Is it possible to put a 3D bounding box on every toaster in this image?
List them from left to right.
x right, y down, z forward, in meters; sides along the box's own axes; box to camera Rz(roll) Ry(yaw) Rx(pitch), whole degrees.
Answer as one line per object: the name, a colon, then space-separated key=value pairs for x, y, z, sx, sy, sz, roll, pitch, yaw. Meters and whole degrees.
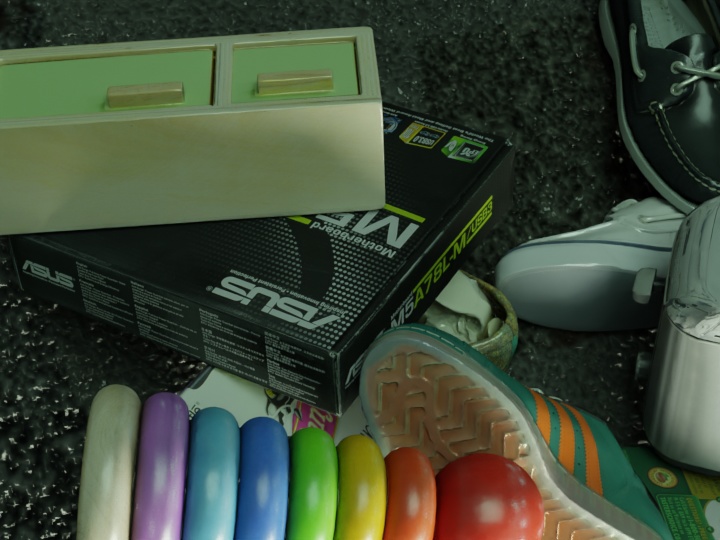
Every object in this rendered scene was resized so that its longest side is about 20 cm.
toaster: x=0.242 y=0.039 z=0.745 sx=0.198 sy=0.130 sz=0.114 roll=7 pitch=48 yaw=18

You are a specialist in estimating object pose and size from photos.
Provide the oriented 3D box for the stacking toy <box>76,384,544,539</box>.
stacking toy: x=-0.018 y=0.098 z=0.607 sx=0.198 sy=0.085 sz=0.086 roll=4 pitch=70 yaw=-7

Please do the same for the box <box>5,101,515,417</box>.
box: x=-0.046 y=-0.029 z=0.743 sx=0.199 sy=0.048 sz=0.193 roll=20 pitch=42 yaw=24

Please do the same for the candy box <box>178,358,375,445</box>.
candy box: x=-0.002 y=0.114 z=0.722 sx=0.199 sy=0.072 sz=0.168 roll=38 pitch=42 yaw=2

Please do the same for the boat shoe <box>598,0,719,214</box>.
boat shoe: x=0.191 y=-0.121 z=0.854 sx=0.075 sy=0.061 sz=0.201 roll=-4 pitch=54 yaw=-17

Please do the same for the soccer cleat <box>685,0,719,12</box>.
soccer cleat: x=0.287 y=-0.112 z=0.899 sx=0.073 sy=0.068 sz=0.200 roll=-22 pitch=60 yaw=-44

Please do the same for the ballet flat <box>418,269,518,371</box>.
ballet flat: x=0.000 y=0.000 z=0.801 sx=0.199 sy=0.071 sz=0.071 roll=27 pitch=68 yaw=0

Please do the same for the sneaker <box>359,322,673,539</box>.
sneaker: x=0.076 y=0.089 z=0.685 sx=0.200 sy=0.071 sz=0.080 roll=44 pitch=23 yaw=-17

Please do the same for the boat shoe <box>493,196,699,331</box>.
boat shoe: x=0.170 y=-0.009 z=0.842 sx=0.198 sy=0.074 sz=0.066 roll=1 pitch=56 yaw=-15

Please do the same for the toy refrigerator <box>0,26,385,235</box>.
toy refrigerator: x=-0.089 y=-0.073 z=0.709 sx=0.198 sy=0.070 sz=0.076 roll=-3 pitch=38 yaw=-1

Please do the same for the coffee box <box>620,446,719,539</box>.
coffee box: x=0.232 y=0.153 z=0.773 sx=0.198 sy=0.044 sz=0.123 roll=2 pitch=36 yaw=-11
